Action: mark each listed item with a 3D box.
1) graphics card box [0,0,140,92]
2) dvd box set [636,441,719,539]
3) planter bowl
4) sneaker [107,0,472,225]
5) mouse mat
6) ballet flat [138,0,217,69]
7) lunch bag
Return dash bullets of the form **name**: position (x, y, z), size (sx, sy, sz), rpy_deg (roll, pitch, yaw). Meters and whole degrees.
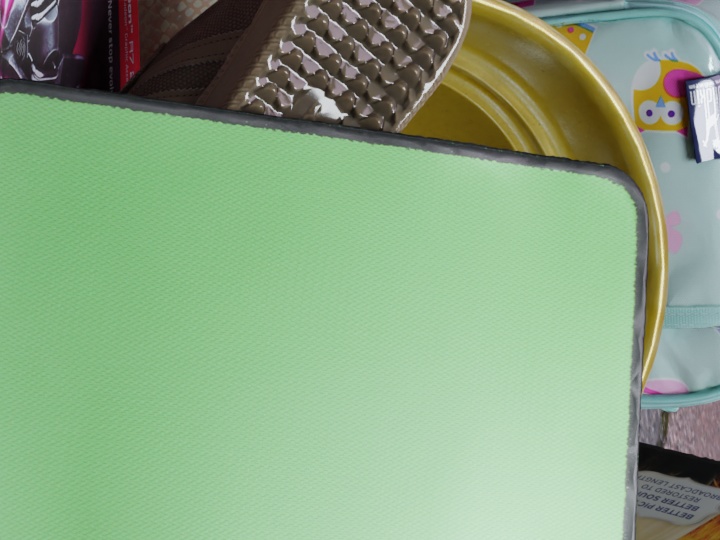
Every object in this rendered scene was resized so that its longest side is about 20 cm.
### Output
- **graphics card box**: position (-0.118, -0.085, 0.714), size (0.200, 0.051, 0.126), rpy_deg (-27, 119, -68)
- **dvd box set**: position (0.019, 0.110, 0.793), size (0.200, 0.146, 0.030), rpy_deg (-33, 118, -32)
- **planter bowl**: position (0.000, 0.000, 0.922), size (0.083, 0.200, 0.201), rpy_deg (20, -56, 65)
- **sneaker**: position (-0.049, -0.021, 0.752), size (0.070, 0.200, 0.076), rpy_deg (48, -4, -20)
- **mouse mat**: position (-0.016, 0.039, 0.705), size (0.008, 0.199, 0.162), rpy_deg (162, -66, -68)
- **ballet flat**: position (-0.028, -0.007, 0.809), size (0.062, 0.067, 0.201), rpy_deg (134, -56, -76)
- **lunch bag**: position (0.066, -0.022, 1.002), size (0.077, 0.199, 0.161), rpy_deg (-35, 118, -67)
